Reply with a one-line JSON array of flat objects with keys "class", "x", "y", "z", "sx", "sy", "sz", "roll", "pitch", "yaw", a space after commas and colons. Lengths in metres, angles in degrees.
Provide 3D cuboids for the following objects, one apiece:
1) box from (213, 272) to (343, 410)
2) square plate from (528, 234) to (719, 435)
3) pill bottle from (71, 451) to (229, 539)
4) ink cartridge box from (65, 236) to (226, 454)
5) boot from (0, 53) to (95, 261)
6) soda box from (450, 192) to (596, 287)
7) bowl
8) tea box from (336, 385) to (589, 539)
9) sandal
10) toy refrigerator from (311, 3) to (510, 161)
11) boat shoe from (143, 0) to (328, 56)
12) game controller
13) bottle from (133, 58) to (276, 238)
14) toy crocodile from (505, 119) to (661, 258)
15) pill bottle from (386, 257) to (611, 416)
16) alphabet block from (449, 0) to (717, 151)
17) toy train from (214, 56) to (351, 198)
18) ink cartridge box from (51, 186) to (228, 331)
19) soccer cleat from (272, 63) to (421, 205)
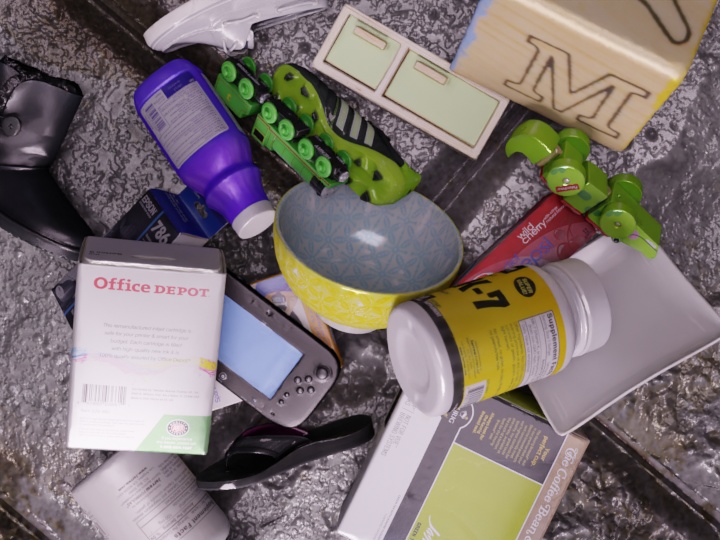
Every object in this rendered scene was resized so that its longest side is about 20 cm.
[{"class": "box", "x": -0.131, "y": 0.080, "z": 1.419, "sx": 0.199, "sy": 0.041, "sz": 0.120, "roll": -19, "pitch": 93, "yaw": 1}, {"class": "square plate", "x": 0.250, "y": 0.058, "z": 1.350, "sx": 0.198, "sy": 0.200, "sz": 0.028, "roll": -32, "pitch": 133, "yaw": 3}, {"class": "pill bottle", "x": -0.206, "y": 0.278, "z": 1.397, "sx": 0.114, "sy": 0.114, "sz": 0.200, "roll": -38, "pitch": 92, "yaw": 4}, {"class": "ink cartridge box", "x": -0.218, "y": 0.076, "z": 1.319, "sx": 0.145, "sy": 0.088, "sz": 0.201, "roll": 4, "pitch": 109, "yaw": -10}, {"class": "boot", "x": -0.336, "y": -0.120, "z": 1.386, "sx": 0.200, "sy": 0.076, "sz": 0.169, "roll": 29, "pitch": 97, "yaw": 15}, {"class": "soda box", "x": 0.151, "y": 0.005, "z": 1.372, "sx": 0.200, "sy": 0.070, "sz": 0.063, "roll": -43, "pitch": 91, "yaw": -5}, {"class": "bowl", "x": 0.000, "y": 0.000, "z": 1.356, "sx": 0.199, "sy": 0.200, "sz": 0.108, "roll": 15, "pitch": 127, "yaw": 1}, {"class": "tea box", "x": 0.106, "y": 0.213, "z": 1.371, "sx": 0.196, "sy": 0.134, "sz": 0.201, "roll": 26, "pitch": 95, "yaw": 1}, {"class": "sandal", "x": -0.085, "y": 0.184, "z": 1.402, "sx": 0.200, "sy": 0.075, "sz": 0.048, "roll": -18, "pitch": 103, "yaw": -11}, {"class": "toy refrigerator", "x": 0.053, "y": -0.197, "z": 1.377, "sx": 0.200, "sy": 0.070, "sz": 0.076, "roll": 31, "pitch": 95, "yaw": 1}, {"class": "boat shoe", "x": -0.129, "y": -0.267, "z": 1.386, "sx": 0.199, "sy": 0.072, "sz": 0.069, "roll": -23, "pitch": 92, "yaw": -6}, {"class": "game controller", "x": -0.120, "y": 0.078, "z": 1.379, "sx": 0.200, "sy": 0.042, "sz": 0.104, "roll": 37, "pitch": 95, "yaw": 0}, {"class": "bottle", "x": -0.158, "y": -0.125, "z": 1.366, "sx": 0.083, "sy": 0.065, "sz": 0.200, "roll": -38, "pitch": 73, "yaw": 8}, {"class": "toy crocodile", "x": 0.233, "y": -0.082, "z": 1.332, "sx": 0.200, "sy": 0.068, "sz": 0.062, "roll": 37, "pitch": 132, "yaw": -19}, {"class": "pill bottle", "x": 0.136, "y": 0.060, "z": 1.270, "sx": 0.199, "sy": 0.114, "sz": 0.115, "roll": -17, "pitch": 93, "yaw": -22}, {"class": "alphabet block", "x": 0.228, "y": -0.266, "z": 1.278, "sx": 0.199, "sy": 0.196, "sz": 0.196, "roll": 27, "pitch": 74, "yaw": 1}, {"class": "toy train", "x": -0.083, "y": -0.149, "z": 1.362, "sx": 0.200, "sy": 0.042, "sz": 0.057, "roll": 46, "pitch": 133, "yaw": 23}, {"class": "ink cartridge box", "x": -0.238, "y": -0.015, "z": 1.390, "sx": 0.200, "sy": 0.099, "sz": 0.039, "roll": -45, "pitch": 134, "yaw": 3}, {"class": "soccer cleat", "x": -0.019, "y": -0.145, "z": 1.389, "sx": 0.200, "sy": 0.081, "sz": 0.068, "roll": 48, "pitch": 124, "yaw": 18}]
